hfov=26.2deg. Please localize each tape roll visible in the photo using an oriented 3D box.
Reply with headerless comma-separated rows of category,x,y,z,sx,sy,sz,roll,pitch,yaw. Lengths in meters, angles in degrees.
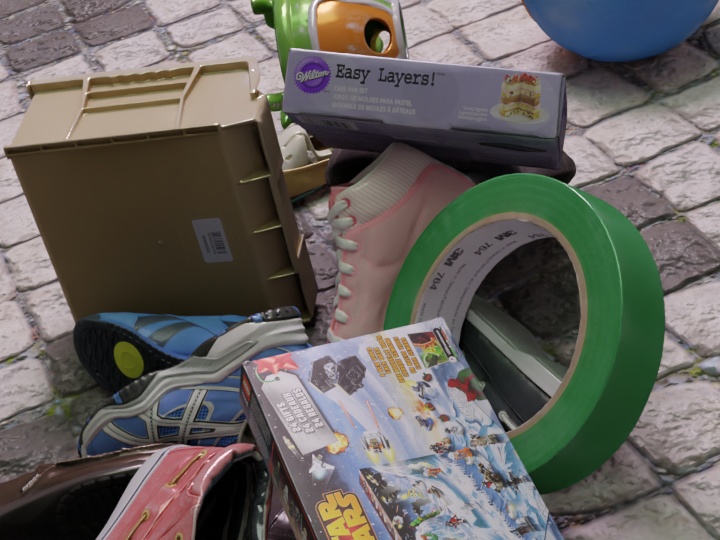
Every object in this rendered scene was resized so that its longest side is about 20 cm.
tape roll,0.099,0.041,0.988,0.200,0.048,0.202,-18,64,42

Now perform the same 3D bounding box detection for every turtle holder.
turtle holder,-0.020,-0.197,1.440,0.131,0.186,0.142,-10,67,5

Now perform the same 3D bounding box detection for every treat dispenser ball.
treat dispenser ball,0.236,-0.291,1.408,0.200,0.202,0.201,-9,35,6

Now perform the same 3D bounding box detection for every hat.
hat,0.071,-0.052,1.228,0.199,0.081,0.201,-1,30,1

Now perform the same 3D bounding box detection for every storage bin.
storage bin,-0.146,-0.049,1.196,0.197,0.201,0.094,-5,37,12

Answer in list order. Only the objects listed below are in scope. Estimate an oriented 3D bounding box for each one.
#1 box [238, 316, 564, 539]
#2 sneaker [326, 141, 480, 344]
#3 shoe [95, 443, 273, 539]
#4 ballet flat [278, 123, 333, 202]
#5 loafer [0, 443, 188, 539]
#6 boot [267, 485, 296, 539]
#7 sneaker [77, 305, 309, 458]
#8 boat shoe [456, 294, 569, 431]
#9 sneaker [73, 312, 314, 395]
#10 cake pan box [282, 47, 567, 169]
box,0.024,0.124,0.907,0.136,0.040,0.201,-11,49,-19
sneaker,0.000,0.000,1.101,0.201,0.104,0.075,-56,10,1
shoe,-0.123,0.188,0.920,0.091,0.071,0.201,-15,40,49
ballet flat,-0.032,-0.110,1.365,0.199,0.063,0.069,-19,35,-8
loafer,-0.194,0.151,1.040,0.199,0.073,0.071,-14,34,3
boot,-0.041,0.186,0.964,0.173,0.070,0.200,5,34,33
sneaker,-0.113,0.101,1.060,0.199,0.077,0.076,-31,-10,25
boat shoe,0.096,0.069,1.067,0.061,0.075,0.200,-61,31,11
sneaker,-0.122,0.064,1.159,0.199,0.066,0.078,9,28,29
cake pan box,0.049,-0.113,1.115,0.199,0.053,0.184,6,-4,10
